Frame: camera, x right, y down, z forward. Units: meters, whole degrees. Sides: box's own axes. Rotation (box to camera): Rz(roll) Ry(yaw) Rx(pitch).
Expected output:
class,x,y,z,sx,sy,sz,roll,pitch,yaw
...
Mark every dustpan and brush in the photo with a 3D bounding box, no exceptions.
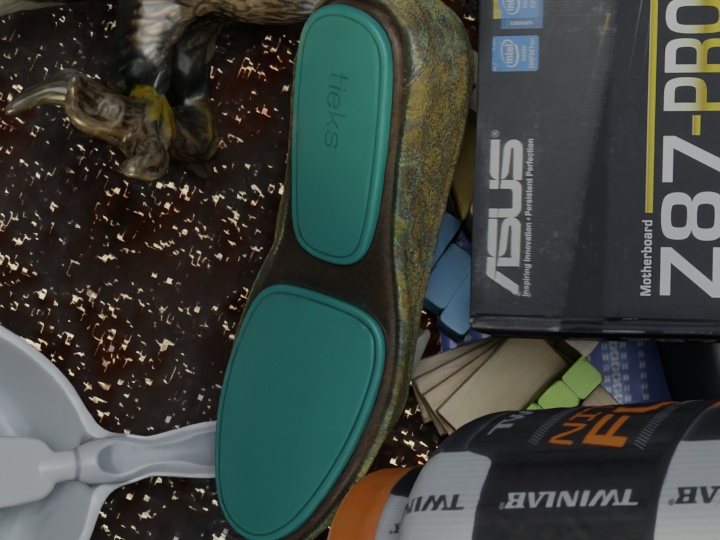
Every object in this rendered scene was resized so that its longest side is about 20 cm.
class,x,y,z,sx,sy,sz,roll,pitch,yaw
dustpan and brush,-0.119,0.069,0.832,0.199,0.057,0.141,-3,80,-28

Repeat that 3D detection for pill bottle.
class,x,y,z,sx,sy,sz,roll,pitch,yaw
pill bottle,0.084,0.094,0.743,0.199,0.106,0.107,-6,76,39

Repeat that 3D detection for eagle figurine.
class,x,y,z,sx,sy,sz,roll,pitch,yaw
eagle figurine,-0.040,-0.130,0.837,0.150,0.152,0.201,16,96,-36

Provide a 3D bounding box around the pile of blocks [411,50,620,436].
class,x,y,z,sx,sy,sz,roll,pitch,yaw
pile of blocks,0.052,0.011,0.836,0.082,0.062,0.201,-20,83,-3

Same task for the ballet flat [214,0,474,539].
class,x,y,z,sx,sy,sz,roll,pitch,yaw
ballet flat,0.000,0.000,0.813,0.070,0.071,0.201,10,107,-1

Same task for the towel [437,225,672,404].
class,x,y,z,sx,sy,sz,roll,pitch,yaw
towel,0.125,0.001,0.881,0.199,0.024,0.146,-5,81,-2

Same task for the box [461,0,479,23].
class,x,y,z,sx,sy,sz,roll,pitch,yaw
box,0.134,-0.140,0.872,0.200,0.064,0.070,-37,83,-15

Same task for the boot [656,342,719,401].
class,x,y,z,sx,sy,sz,roll,pitch,yaw
boot,0.205,0.081,0.822,0.199,0.076,0.169,-3,78,-17

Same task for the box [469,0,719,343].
class,x,y,z,sx,sy,sz,roll,pitch,yaw
box,0.120,-0.077,0.773,0.160,0.049,0.201,2,85,17
